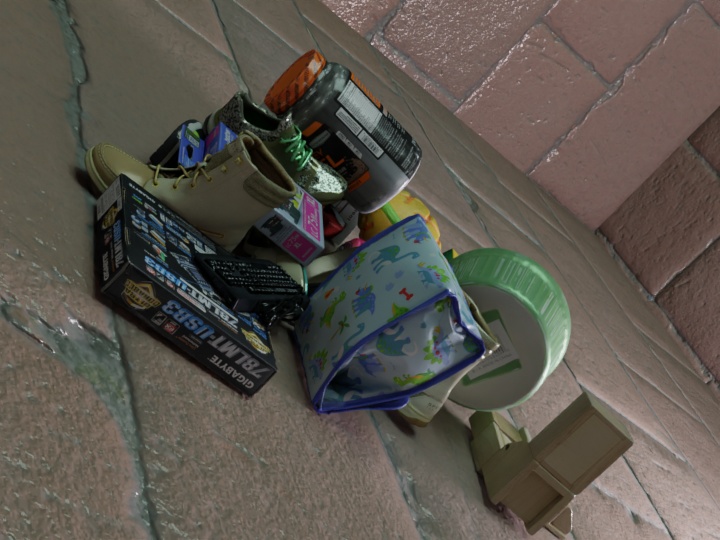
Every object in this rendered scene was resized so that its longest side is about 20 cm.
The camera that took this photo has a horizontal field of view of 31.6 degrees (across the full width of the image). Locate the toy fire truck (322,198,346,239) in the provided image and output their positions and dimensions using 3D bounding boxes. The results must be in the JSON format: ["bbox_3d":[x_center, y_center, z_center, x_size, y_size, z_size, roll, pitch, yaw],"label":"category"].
[{"bbox_3d":[-0.096,-0.124,1.709,0.201,0.112,0.168,53,11,-3],"label":"toy fire truck"}]

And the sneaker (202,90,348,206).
[{"bbox_3d":[-0.096,-0.152,1.575,0.199,0.089,0.077,30,49,-11],"label":"sneaker"}]

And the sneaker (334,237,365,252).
[{"bbox_3d":[0.017,0.043,1.690,0.201,0.075,0.080,54,17,27],"label":"sneaker"}]

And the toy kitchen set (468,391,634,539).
[{"bbox_3d":[0.265,0.233,1.641,0.163,0.180,0.200,40,15,-18],"label":"toy kitchen set"}]

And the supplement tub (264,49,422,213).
[{"bbox_3d":[-0.024,-0.182,1.656,0.200,0.122,0.123,44,14,-18],"label":"supplement tub"}]

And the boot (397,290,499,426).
[{"bbox_3d":[0.062,0.068,1.557,0.200,0.155,0.072,49,17,23],"label":"boot"}]

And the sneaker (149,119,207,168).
[{"bbox_3d":[-0.194,-0.137,1.614,0.083,0.072,0.200,48,15,7],"label":"sneaker"}]

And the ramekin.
[{"bbox_3d":[0.164,0.081,1.632,0.200,0.200,0.098,44,26,-1],"label":"ramekin"}]

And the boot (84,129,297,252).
[{"bbox_3d":[-0.183,-0.104,1.383,0.199,0.154,0.073,37,32,-27],"label":"boot"}]

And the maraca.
[{"bbox_3d":[0.043,-0.066,1.781,0.201,0.106,0.137,56,-7,25],"label":"maraca"}]

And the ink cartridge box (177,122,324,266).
[{"bbox_3d":[-0.127,-0.100,1.501,0.199,0.042,0.120,37,21,-21],"label":"ink cartridge box"}]

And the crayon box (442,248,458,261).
[{"bbox_3d":[0.141,0.079,1.821,0.119,0.058,0.201,50,25,-30],"label":"crayon box"}]

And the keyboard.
[{"bbox_3d":[-0.097,0.013,1.367,0.104,0.040,0.200,49,15,14],"label":"keyboard"}]

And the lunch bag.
[{"bbox_3d":[0.021,0.061,1.427,0.128,0.198,0.171,58,7,-32],"label":"lunch bag"}]

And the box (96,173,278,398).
[{"bbox_3d":[-0.179,0.012,1.303,0.199,0.050,0.199,38,17,-28],"label":"box"}]

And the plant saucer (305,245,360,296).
[{"bbox_3d":[0.000,0.000,1.600,0.200,0.197,0.030,-61,139,-74],"label":"plant saucer"}]

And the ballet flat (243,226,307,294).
[{"bbox_3d":[-0.110,-0.012,1.545,0.069,0.070,0.201,37,15,-25],"label":"ballet flat"}]

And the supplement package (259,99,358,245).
[{"bbox_3d":[-0.075,-0.155,1.882,0.199,0.117,0.117,36,15,-30],"label":"supplement package"}]
